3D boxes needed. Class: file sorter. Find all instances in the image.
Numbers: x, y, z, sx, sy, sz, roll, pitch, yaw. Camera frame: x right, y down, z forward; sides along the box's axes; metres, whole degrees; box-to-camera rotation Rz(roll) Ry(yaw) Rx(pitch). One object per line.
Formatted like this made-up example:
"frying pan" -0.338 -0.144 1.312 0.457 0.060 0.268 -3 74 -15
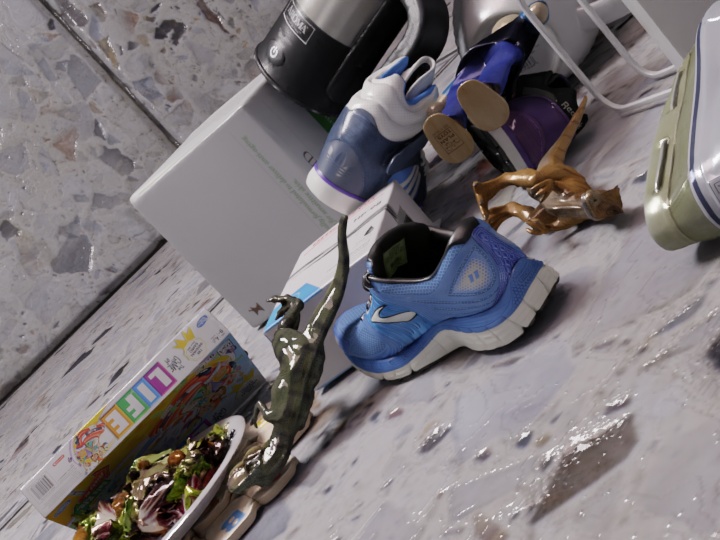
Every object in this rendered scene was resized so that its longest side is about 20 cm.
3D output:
"file sorter" 0.233 -0.232 0.774 0.200 0.139 0.124 -47 12 -18

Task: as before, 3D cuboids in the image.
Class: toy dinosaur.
"toy dinosaur" -0.045 0.058 0.736 0.088 0.047 0.201 -165 93 -74
"toy dinosaur" 0.133 -0.056 0.726 0.106 0.061 0.200 -16 23 5

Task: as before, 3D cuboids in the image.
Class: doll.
"doll" 0.102 -0.160 0.847 0.136 0.048 0.200 -41 11 38

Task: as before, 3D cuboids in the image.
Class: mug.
"mug" 0.184 -0.256 1.011 0.200 0.148 0.176 -13 34 26

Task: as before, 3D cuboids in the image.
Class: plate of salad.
"plate of salad" -0.164 0.175 0.778 0.200 0.048 0.200 -42 10 9

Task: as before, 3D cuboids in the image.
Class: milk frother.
"milk frother" 0.032 -0.243 1.050 0.200 0.181 0.188 -21 -26 -54

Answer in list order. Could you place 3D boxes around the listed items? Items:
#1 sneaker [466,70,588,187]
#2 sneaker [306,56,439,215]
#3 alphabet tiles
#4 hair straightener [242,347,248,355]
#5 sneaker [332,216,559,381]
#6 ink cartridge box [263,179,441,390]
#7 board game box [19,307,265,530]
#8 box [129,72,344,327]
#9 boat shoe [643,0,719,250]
"sneaker" 0.140 -0.133 0.903 0.087 0.076 0.200 -35 22 5
"sneaker" 0.042 -0.124 0.961 0.147 0.081 0.200 -55 -19 20
"alphabet tiles" -0.118 0.174 0.780 0.200 0.015 0.196 -47 14 -18
"hair straightener" -0.152 0.098 1.053 0.077 0.041 0.200 -42 8 2
"sneaker" 0.037 0.010 0.681 0.079 0.089 0.200 -51 13 -34
"ink cartridge box" 0.000 0.000 0.869 0.116 0.067 0.200 -37 14 21
"board game box" -0.174 0.134 0.881 0.200 0.034 0.135 -46 -20 -10
"box" -0.093 -0.090 1.136 0.200 0.199 0.171 -33 16 35
"boat shoe" 0.193 -0.088 0.577 0.062 0.072 0.200 -28 22 40
